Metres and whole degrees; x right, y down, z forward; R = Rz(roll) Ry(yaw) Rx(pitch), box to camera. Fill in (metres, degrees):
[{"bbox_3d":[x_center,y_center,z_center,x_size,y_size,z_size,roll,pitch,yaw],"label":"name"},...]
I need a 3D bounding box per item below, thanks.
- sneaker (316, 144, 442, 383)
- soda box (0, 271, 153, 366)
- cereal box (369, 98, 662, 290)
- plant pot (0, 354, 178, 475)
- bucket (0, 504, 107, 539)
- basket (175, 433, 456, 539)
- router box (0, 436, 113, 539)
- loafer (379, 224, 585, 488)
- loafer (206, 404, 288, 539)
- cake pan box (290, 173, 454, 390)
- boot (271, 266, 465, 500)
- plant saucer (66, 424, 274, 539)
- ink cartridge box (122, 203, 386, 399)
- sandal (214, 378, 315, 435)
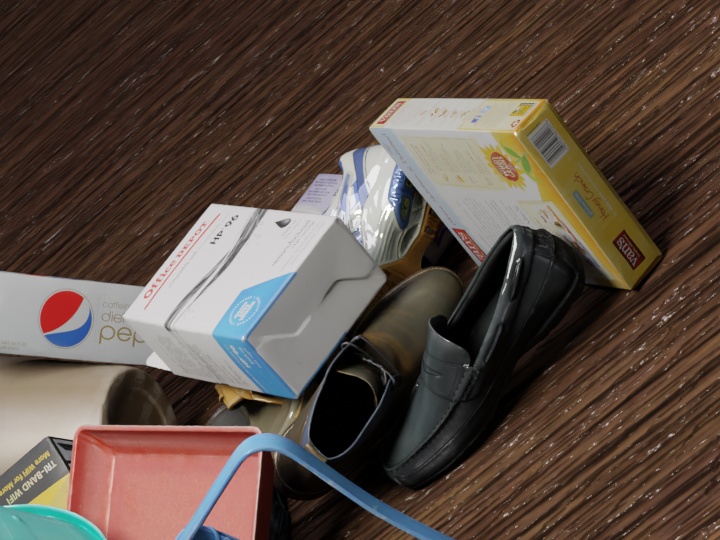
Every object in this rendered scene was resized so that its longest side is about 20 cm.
[{"bbox_3d":[0.000,0.000,1.672,0.088,0.075,0.200,2,65,41],"label":"sneaker"},{"bbox_3d":[-0.216,0.039,1.782,0.068,0.200,0.064,4,88,60],"label":"soda box"},{"bbox_3d":[0.104,-0.056,1.567,0.040,0.144,0.200,-47,24,-16],"label":"cereal box"},{"bbox_3d":[-0.244,0.148,1.794,0.173,0.200,0.200,-13,38,27],"label":"plant pot"},{"bbox_3d":[-0.258,0.251,1.547,0.207,0.135,0.207,-11,73,42],"label":"bucket"},{"bbox_3d":[-0.047,0.208,1.364,0.200,0.176,0.139,-49,18,21],"label":"basket"},{"bbox_3d":[-0.251,0.245,1.677,0.200,0.052,0.157,-41,69,13],"label":"router box"},{"bbox_3d":[0.068,0.055,1.514,0.201,0.070,0.068,-55,31,13],"label":"loafer"},{"bbox_3d":[-0.097,0.147,1.667,0.073,0.072,0.200,-42,24,12],"label":"loafer"},{"bbox_3d":[-0.024,0.009,1.793,0.184,0.052,0.200,-55,26,-13],"label":"cake pan box"},{"bbox_3d":[0.017,0.072,1.558,0.200,0.075,0.097,-53,1,-17],"label":"boot"},{"bbox_3d":[-0.130,0.207,1.553,0.200,0.037,0.200,-4,79,45],"label":"plant saucer"},{"bbox_3d":[-0.089,0.018,1.626,0.200,0.068,0.116,7,53,53],"label":"ink cartridge box"},{"bbox_3d":[-0.082,0.069,1.676,0.080,0.054,0.200,-64,27,27],"label":"sandal"}]
